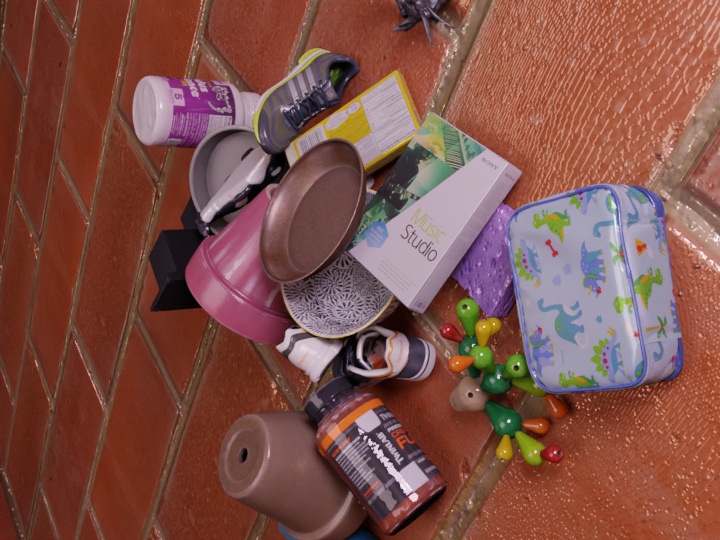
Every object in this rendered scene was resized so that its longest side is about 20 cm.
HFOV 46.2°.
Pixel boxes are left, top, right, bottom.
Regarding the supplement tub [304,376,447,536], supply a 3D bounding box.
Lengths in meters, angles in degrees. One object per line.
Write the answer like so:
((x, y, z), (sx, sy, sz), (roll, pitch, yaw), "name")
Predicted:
((0.013, 0.234, 1.096), (0.200, 0.107, 0.107), (49, 132, 18), "supplement tub")

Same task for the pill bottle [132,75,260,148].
((-0.261, -0.257, 1.385), (0.112, 0.199, 0.113), (7, 99, 53), "pill bottle")

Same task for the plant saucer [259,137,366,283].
((-0.055, -0.071, 1.079), (0.200, 0.037, 0.201), (-30, 47, 37), "plant saucer")

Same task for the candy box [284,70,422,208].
((-0.011, -0.171, 1.134), (0.200, 0.026, 0.103), (-30, 68, 26), "candy box")

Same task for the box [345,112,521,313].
((0.078, -0.071, 0.996), (0.200, 0.036, 0.144), (-55, 49, 9), "box")

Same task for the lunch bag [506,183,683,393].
((0.227, 0.019, 0.841), (0.160, 0.082, 0.201), (-17, 79, 52), "lunch bag")

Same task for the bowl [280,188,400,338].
((0.000, 0.000, 1.118), (0.200, 0.094, 0.202), (-13, 67, 33), "bowl")

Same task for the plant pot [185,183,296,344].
((-0.132, -0.021, 1.256), (0.179, 0.199, 0.200), (-54, 50, 21), "plant pot")

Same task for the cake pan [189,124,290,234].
((-0.182, -0.136, 1.355), (0.199, 0.037, 0.201), (8, 111, 22), "cake pan")

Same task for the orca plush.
((-0.170, -0.113, 1.296), (0.200, 0.071, 0.105), (-48, 30, 18), "orca plush")

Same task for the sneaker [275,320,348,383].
((-0.057, 0.084, 1.164), (0.080, 0.200, 0.074), (33, 103, 2), "sneaker")

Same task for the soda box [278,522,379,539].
((-0.046, 0.401, 1.267), (0.200, 0.064, 0.068), (24, 112, 51), "soda box")

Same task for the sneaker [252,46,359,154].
((-0.076, -0.240, 1.173), (0.081, 0.074, 0.200), (8, 57, 42), "sneaker")

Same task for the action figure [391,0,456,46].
((0.052, -0.375, 1.032), (0.119, 0.102, 0.201), (-33, 65, 37), "action figure")

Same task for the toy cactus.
((0.143, 0.138, 0.962), (0.200, 0.102, 0.165), (55, 154, 8), "toy cactus")

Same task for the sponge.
((0.130, -0.048, 1.013), (0.200, 0.030, 0.112), (52, 131, 39), "sponge")

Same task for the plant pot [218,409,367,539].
((-0.098, 0.272, 1.187), (0.200, 0.174, 0.201), (-24, 55, 38), "plant pot")

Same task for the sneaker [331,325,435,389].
((0.008, 0.115, 1.142), (0.200, 0.079, 0.079), (-17, 59, 51), "sneaker")

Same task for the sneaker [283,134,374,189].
((-0.060, -0.136, 1.233), (0.200, 0.076, 0.081), (46, 134, 42), "sneaker")

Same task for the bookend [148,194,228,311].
((-0.273, -0.043, 1.423), (0.092, 0.199, 0.199), (-52, 54, 42), "bookend")
